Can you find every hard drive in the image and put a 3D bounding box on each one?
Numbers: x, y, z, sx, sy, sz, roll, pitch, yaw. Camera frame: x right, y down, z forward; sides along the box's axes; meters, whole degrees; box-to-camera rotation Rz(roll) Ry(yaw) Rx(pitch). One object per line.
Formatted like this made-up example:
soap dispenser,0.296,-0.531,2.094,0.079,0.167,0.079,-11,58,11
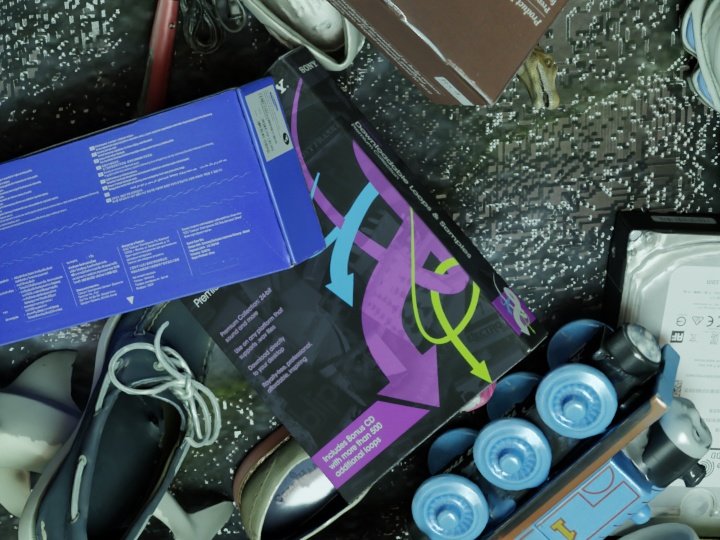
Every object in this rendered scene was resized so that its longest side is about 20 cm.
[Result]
hard drive,0.209,0.066,1.194,0.138,0.038,0.202,3,112,-10

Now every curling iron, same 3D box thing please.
curling iron,-0.106,-0.073,1.088,0.049,0.026,0.202,14,110,-11

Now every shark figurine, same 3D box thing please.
shark figurine,-0.161,0.094,1.125,0.213,0.090,0.128,22,141,-9

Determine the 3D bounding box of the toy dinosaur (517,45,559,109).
toy dinosaur,0.050,-0.178,1.068,0.100,0.058,0.202,-19,102,-20

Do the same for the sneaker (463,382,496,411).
sneaker,0.000,0.000,1.101,0.088,0.081,0.201,-36,91,27

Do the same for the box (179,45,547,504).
box,-0.018,0.004,1.044,0.143,0.036,0.200,-42,85,26

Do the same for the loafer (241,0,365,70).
loafer,-0.058,-0.190,1.025,0.070,0.070,0.200,-36,113,6

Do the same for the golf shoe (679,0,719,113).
golf shoe,0.245,-0.066,1.094,0.078,0.097,0.201,-32,105,-10

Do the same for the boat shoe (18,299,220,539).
boat shoe,-0.118,0.076,1.070,0.075,0.062,0.201,46,54,-26

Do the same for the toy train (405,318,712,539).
toy train,0.116,0.117,1.153,0.114,0.087,0.200,42,116,-8

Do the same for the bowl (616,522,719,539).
bowl,0.185,0.216,1.173,0.199,0.200,0.108,-28,103,3

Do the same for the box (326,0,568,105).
box,0.076,-0.191,1.008,0.100,0.075,0.201,42,76,-21

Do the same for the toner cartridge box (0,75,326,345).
toner cartridge box,-0.123,-0.028,1.036,0.199,0.043,0.096,-14,97,27

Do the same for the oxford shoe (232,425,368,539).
oxford shoe,0.008,0.091,1.149,0.071,0.074,0.200,38,101,-19
